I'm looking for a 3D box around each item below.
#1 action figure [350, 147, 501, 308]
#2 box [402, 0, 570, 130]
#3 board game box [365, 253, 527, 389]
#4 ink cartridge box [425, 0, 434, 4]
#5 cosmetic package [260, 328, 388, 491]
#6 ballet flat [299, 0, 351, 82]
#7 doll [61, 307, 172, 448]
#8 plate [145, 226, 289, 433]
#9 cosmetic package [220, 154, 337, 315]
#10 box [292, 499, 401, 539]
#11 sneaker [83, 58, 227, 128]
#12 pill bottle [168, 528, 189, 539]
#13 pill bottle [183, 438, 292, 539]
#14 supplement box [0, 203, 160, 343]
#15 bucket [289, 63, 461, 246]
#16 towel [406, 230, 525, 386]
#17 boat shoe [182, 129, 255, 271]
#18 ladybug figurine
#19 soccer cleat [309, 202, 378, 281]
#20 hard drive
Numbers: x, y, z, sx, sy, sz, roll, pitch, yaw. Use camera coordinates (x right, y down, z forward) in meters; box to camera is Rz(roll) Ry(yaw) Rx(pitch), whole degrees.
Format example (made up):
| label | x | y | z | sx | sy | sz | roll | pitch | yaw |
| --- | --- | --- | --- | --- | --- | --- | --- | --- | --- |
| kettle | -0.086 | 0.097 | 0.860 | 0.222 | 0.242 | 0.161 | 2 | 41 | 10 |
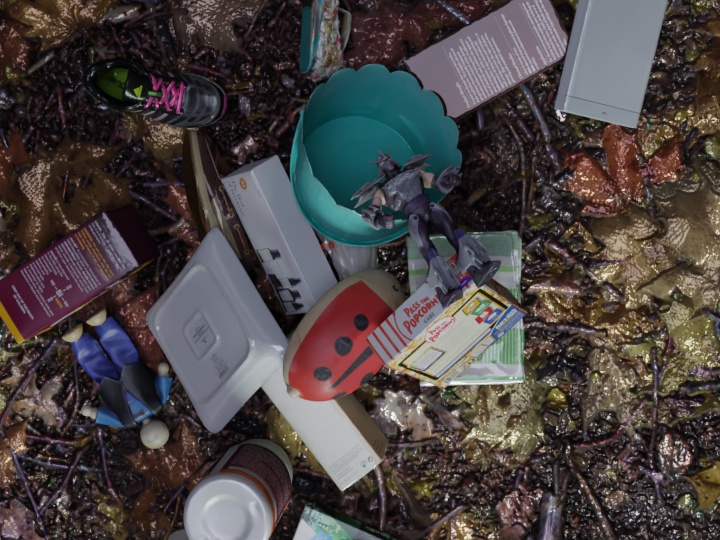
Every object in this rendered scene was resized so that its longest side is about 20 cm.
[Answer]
| label | x | y | z | sx | sy | sz | roll | pitch | yaw |
| --- | --- | --- | --- | --- | --- | --- | --- | --- | --- |
| action figure | 0.074 | -0.062 | 1.339 | 0.129 | 0.069 | 0.201 | -32 | 75 | -10 |
| box | 0.163 | -0.268 | 1.488 | 0.198 | 0.075 | 0.101 | -27 | 94 | 8 |
| board game box | 0.110 | 0.068 | 1.450 | 0.151 | 0.200 | 0.046 | -43 | 64 | 9 |
| ink cartridge box | 0.140 | -0.443 | 1.461 | 0.198 | 0.084 | 0.147 | -25 | 93 | 10 |
| cosmetic package | -0.053 | 0.179 | 1.555 | 0.073 | 0.104 | 0.201 | -37 | 93 | 9 |
| ballet flat | -0.042 | -0.344 | 1.514 | 0.063 | 0.076 | 0.203 | -1 | 103 | -24 |
| doll | -0.327 | 0.157 | 1.612 | 0.136 | 0.048 | 0.201 | -33 | 99 | 0 |
| plate | -0.197 | 0.082 | 1.526 | 0.200 | 0.032 | 0.201 | -46 | 68 | 34 |
| cosmetic package | -0.102 | -0.043 | 1.524 | 0.082 | 0.050 | 0.202 | -10 | 109 | 52 |
| box | -0.008 | 0.420 | 1.613 | 0.198 | 0.036 | 0.146 | 22 | 100 | 3 |
| sneaker | -0.274 | -0.231 | 1.537 | 0.197 | 0.087 | 0.075 | 15 | 99 | 5 |
| pill bottle | -0.226 | 0.461 | 1.607 | 0.111 | 0.112 | 0.203 | 5 | 97 | 6 |
| pill bottle | -0.151 | 0.292 | 1.531 | 0.113 | 0.200 | 0.116 | 1 | 98 | 7 |
| supplement box | -0.379 | 0.003 | 1.568 | 0.199 | 0.110 | 0.086 | -32 | 93 | 10 |
| bucket | 0.011 | -0.134 | 1.456 | 0.204 | 0.135 | 0.210 | 4 | 73 | -12 |
| towel | 0.141 | 0.051 | 1.555 | 0.150 | 0.023 | 0.203 | -3 | 97 | 8 |
| boat shoe | -0.185 | -0.091 | 1.563 | 0.071 | 0.072 | 0.203 | -14 | 87 | -22 |
| ladybug figurine | -0.012 | 0.088 | 1.460 | 0.200 | 0.072 | 0.136 | -47 | 134 | -11 |
| soccer cleat | 0.000 | 0.000 | 1.546 | 0.077 | 0.069 | 0.202 | -30 | 108 | -31 |
| hard drive | 0.314 | -0.286 | 1.452 | 0.131 | 0.027 | 0.203 | 6 | 100 | -34 |
